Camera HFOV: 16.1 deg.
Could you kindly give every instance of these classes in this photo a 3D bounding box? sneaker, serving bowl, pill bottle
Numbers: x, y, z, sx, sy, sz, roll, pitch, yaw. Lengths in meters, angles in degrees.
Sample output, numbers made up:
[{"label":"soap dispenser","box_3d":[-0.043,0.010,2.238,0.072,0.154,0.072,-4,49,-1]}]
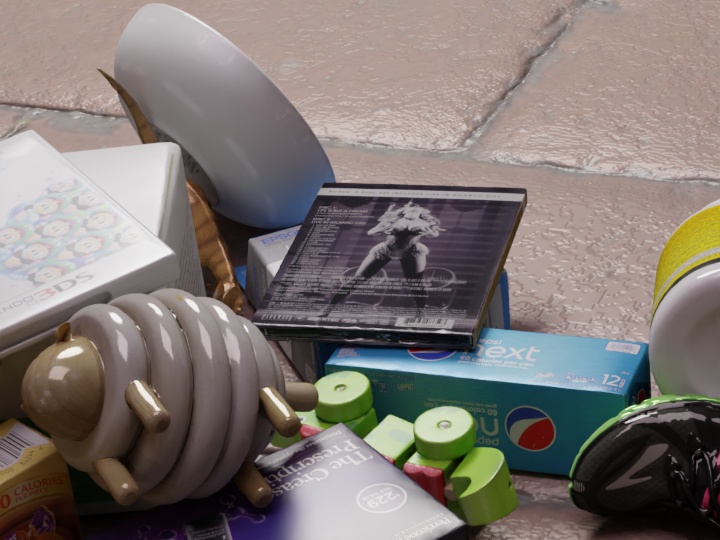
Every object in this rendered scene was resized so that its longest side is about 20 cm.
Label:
[{"label":"sneaker","box_3d":[0.222,0.122,1.518,0.199,0.077,0.084,-4,27,9]},{"label":"serving bowl","box_3d":[-0.112,-0.100,1.865,0.066,0.200,0.200,-45,43,-17]},{"label":"pill bottle","box_3d":[0.244,0.020,1.631,0.112,0.113,0.200,-2,19,9]}]

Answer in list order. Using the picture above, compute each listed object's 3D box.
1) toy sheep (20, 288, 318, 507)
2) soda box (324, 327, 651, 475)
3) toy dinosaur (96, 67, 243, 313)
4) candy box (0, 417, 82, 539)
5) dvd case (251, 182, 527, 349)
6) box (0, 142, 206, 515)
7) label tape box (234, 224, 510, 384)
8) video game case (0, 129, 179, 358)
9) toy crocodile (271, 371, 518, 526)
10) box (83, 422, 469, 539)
[{"label":"toy sheep","box_3d":[-0.108,0.075,1.482,0.199,0.138,0.138,10,17,-37]},{"label":"soda box","box_3d":[0.082,0.081,1.625,0.199,0.068,0.064,5,31,21]},{"label":"toy dinosaur","box_3d":[-0.128,-0.049,1.830,0.060,0.106,0.200,-25,78,-24]},{"label":"candy box","box_3d":[-0.255,0.185,1.478,0.056,0.117,0.200,23,41,40]},{"label":"dvd case","box_3d":[0.023,-0.006,1.706,0.148,0.016,0.200,2,30,14]},{"label":"box","box_3d":[-0.207,0.041,1.652,0.198,0.172,0.200,-5,31,4]},{"label":"label tape box","box_3d":[0.000,0.000,1.782,0.144,0.064,0.200,-16,32,-16]},{"label":"video game case","box_3d":[-0.235,-0.010,1.554,0.182,0.024,0.200,-25,37,-23]},{"label":"toy crocodile","box_3d":[0.015,0.115,1.582,0.199,0.068,0.062,17,39,34]},{"label":"box","box_3d":[-0.053,0.183,1.477,0.199,0.079,0.141,-24,37,-25]}]
